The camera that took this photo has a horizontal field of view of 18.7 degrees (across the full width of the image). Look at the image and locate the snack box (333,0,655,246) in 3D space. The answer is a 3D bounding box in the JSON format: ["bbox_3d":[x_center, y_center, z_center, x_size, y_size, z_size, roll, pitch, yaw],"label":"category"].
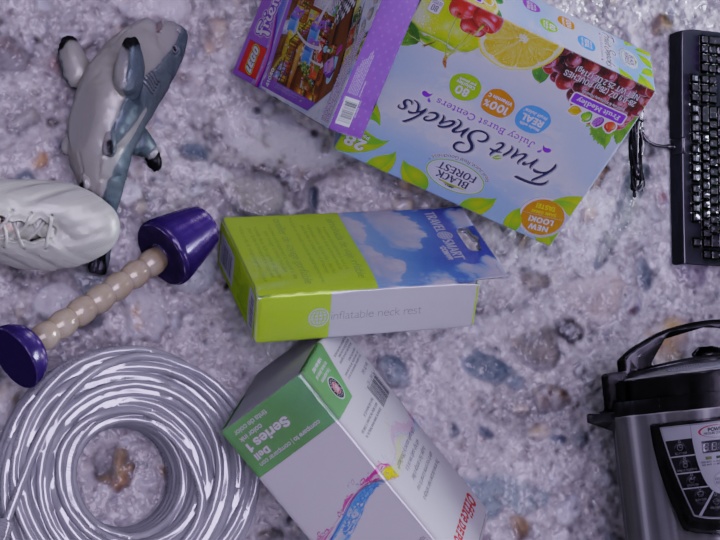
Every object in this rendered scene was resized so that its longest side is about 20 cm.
[{"bbox_3d":[0.104,-0.133,1.716,0.200,0.169,0.068,25,33,-13],"label":"snack box"}]

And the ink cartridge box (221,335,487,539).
[{"bbox_3d":[0.000,0.153,1.652,0.084,0.145,0.200,-37,97,16],"label":"ink cartridge box"}]

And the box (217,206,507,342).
[{"bbox_3d":[0.000,0.000,1.690,0.199,0.122,0.048,-3,121,-17],"label":"box"}]

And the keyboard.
[{"bbox_3d":[0.277,-0.104,1.839,0.127,0.021,0.201,2,83,-17],"label":"keyboard"}]

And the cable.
[{"bbox_3d":[-0.177,0.158,1.645,0.199,0.069,0.201,13,79,-16],"label":"cable"}]

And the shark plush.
[{"bbox_3d":[-0.177,-0.099,1.676,0.083,0.091,0.201,13,74,-46],"label":"shark plush"}]

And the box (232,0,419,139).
[{"bbox_3d":[-0.012,-0.217,1.669,0.039,0.137,0.201,15,102,-42],"label":"box"}]

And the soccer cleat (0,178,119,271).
[{"bbox_3d":[-0.278,-0.040,1.610,0.199,0.078,0.070,10,91,-3],"label":"soccer cleat"}]

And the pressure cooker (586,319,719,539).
[{"bbox_3d":[0.285,0.140,1.738,0.175,0.178,0.201,-2,84,-37],"label":"pressure cooker"}]

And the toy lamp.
[{"bbox_3d":[-0.187,0.014,1.645,0.200,0.058,0.058,-38,96,-35],"label":"toy lamp"}]
